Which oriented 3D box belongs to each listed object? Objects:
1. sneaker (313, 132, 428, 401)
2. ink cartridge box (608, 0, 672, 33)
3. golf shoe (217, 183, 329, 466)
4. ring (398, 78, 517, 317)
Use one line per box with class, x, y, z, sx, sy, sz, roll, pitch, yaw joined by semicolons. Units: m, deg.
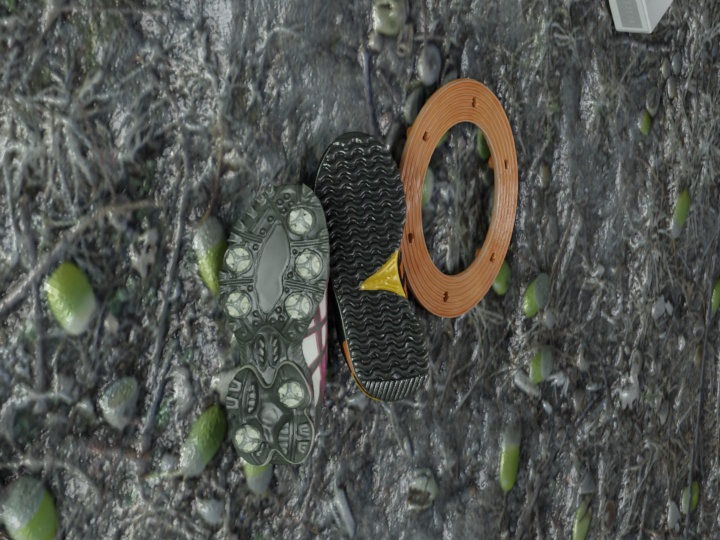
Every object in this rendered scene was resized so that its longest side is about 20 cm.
sneaker;0.000;0.000;1.283;0.090;0.069;0.202;148;-68;-78
ink cartridge box;0.280;-0.365;1.666;0.177;0.044;0.201;-55;138;-34
golf shoe;-0.057;0.037;1.215;0.088;0.077;0.202;-17;112;-78
ring;0.079;-0.061;1.437;0.200;0.019;0.202;-18;112;-54
